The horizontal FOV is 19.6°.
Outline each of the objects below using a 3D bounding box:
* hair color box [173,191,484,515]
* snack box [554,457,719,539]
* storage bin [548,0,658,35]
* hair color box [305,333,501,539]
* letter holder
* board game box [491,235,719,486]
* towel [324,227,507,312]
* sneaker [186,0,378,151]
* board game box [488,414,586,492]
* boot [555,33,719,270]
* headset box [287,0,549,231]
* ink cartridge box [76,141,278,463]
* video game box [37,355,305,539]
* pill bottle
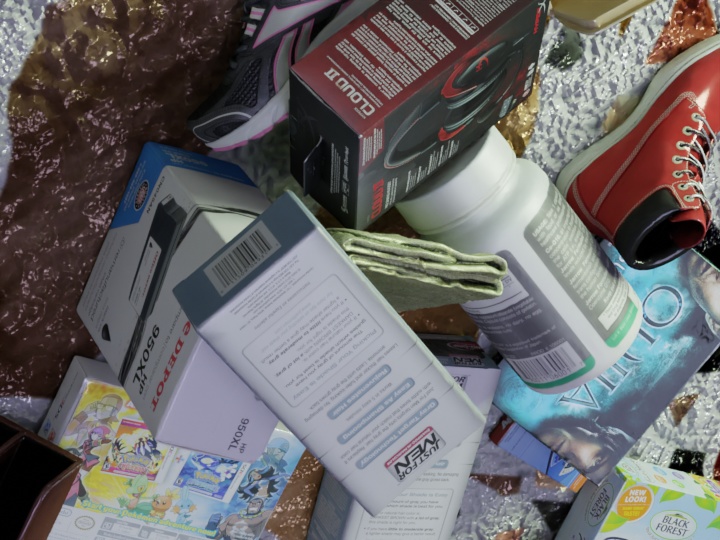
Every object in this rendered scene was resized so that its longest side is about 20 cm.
[{"bbox_3d":[-0.018,0.056,1.338,0.099,0.061,0.200,-40,122,1],"label":"hair color box"},{"bbox_3d":[0.230,0.266,1.817,0.142,0.053,0.200,16,109,-31],"label":"snack box"},{"bbox_3d":[0.188,-0.302,1.477,0.198,0.094,0.200,-30,124,-8],"label":"storage bin"},{"bbox_3d":[0.032,0.150,1.663,0.099,0.061,0.200,4,114,-27],"label":"hair color box"},{"bbox_3d":[-0.299,0.214,1.477,0.100,0.142,0.200,27,105,4],"label":"letter holder"},{"bbox_3d":[0.205,0.059,1.683,0.135,0.028,0.200,38,98,-11],"label":"board game box"},{"bbox_3d":[0.000,0.000,1.501,0.148,0.200,0.037,12,77,-30],"label":"towel"},{"bbox_3d":[-0.055,-0.175,1.457,0.200,0.080,0.086,-46,107,-1],"label":"sneaker"},{"bbox_3d":[0.204,0.084,1.731,0.103,0.019,0.200,32,99,-32],"label":"board game box"},{"bbox_3d":[0.258,-0.088,1.591,0.200,0.144,0.072,-44,123,1],"label":"boot"},{"bbox_3d":[0.031,-0.124,1.444,0.200,0.075,0.149,-39,161,-19],"label":"headset box"},{"bbox_3d":[-0.111,0.019,1.443,0.084,0.200,0.145,15,108,-30],"label":"ink cartridge box"},{"bbox_3d":[-0.164,0.172,1.593,0.200,0.047,0.182,18,109,-31],"label":"video game box"},{"bbox_3d":[0.116,-0.012,1.572,0.113,0.113,0.200,-39,113,-1],"label":"pill bottle"}]
